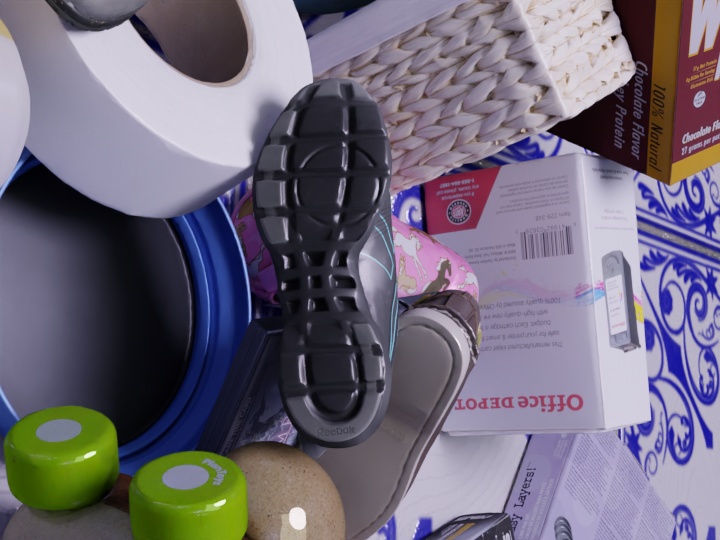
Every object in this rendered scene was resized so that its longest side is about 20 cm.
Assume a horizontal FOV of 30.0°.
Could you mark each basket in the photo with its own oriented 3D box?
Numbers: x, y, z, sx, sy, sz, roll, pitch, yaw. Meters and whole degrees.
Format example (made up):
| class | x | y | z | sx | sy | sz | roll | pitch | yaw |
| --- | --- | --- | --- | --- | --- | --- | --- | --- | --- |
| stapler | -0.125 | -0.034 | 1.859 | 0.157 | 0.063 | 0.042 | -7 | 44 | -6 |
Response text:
| class | x | y | z | sx | sy | sz | roll | pitch | yaw |
| --- | --- | --- | --- | --- | --- | --- | --- | --- | --- |
| basket | 0.067 | -0.140 | 0.904 | 0.135 | 0.200 | 0.124 | -34 | 99 | -50 |

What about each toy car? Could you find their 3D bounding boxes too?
| class | x | y | z | sx | sy | sz | roll | pitch | yaw |
| --- | --- | --- | --- | --- | --- | --- | --- | --- | --- |
| toy car | -0.073 | 0.137 | 0.717 | 0.200 | 0.157 | 0.165 | -32 | 129 | -51 |

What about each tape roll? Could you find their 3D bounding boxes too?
| class | x | y | z | sx | sy | sz | roll | pitch | yaw |
| --- | --- | --- | --- | --- | --- | --- | --- | --- | --- |
| tape roll | -0.119 | -0.133 | 0.747 | 0.202 | 0.071 | 0.203 | 31 | 44 | -36 |

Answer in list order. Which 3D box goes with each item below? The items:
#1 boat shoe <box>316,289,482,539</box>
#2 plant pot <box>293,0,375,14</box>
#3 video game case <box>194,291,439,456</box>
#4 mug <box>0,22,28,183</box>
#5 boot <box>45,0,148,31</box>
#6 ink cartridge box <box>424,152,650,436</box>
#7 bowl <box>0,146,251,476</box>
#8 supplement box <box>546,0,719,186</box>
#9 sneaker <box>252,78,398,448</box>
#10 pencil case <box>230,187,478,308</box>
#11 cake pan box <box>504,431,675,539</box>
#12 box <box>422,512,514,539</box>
| class | x | y | z | sx | sy | sz | roll | pitch | yaw |
| --- | --- | --- | --- | --- | --- | --- | --- | --- | --- |
| boat shoe | 0.013 | 0.094 | 0.817 | 0.072 | 0.200 | 0.060 | 34 | 32 | 9 |
| plant pot | 0.004 | -0.270 | 0.865 | 0.200 | 0.135 | 0.201 | -5 | 100 | -34 |
| video game case | -0.026 | 0.085 | 0.840 | 0.200 | 0.019 | 0.143 | -7 | 127 | -55 |
| mug | -0.222 | -0.096 | 0.581 | 0.153 | 0.149 | 0.187 | 11 | 102 | -58 |
| boot | -0.076 | -0.198 | 0.670 | 0.068 | 0.130 | 0.200 | 54 | 35 | -10 |
| ink cartridge box | 0.133 | 0.020 | 1.018 | 0.085 | 0.147 | 0.201 | -2 | 87 | -51 |
| bowl | -0.144 | 0.017 | 0.758 | 0.200 | 0.039 | 0.201 | 10 | 77 | -50 |
| supplement box | 0.197 | -0.200 | 0.970 | 0.133 | 0.200 | 0.198 | -24 | 126 | -30 |
| sneaker | -0.016 | -0.003 | 0.729 | 0.079 | 0.075 | 0.201 | 49 | 41 | -76 |
| pencil case | 0.000 | 0.000 | 0.908 | 0.200 | 0.083 | 0.087 | 22 | 106 | -48 |
| cake pan box | 0.194 | 0.236 | 1.137 | 0.200 | 0.052 | 0.185 | 51 | 50 | -33 |
| box | 0.072 | 0.294 | 0.964 | 0.158 | 0.048 | 0.201 | -16 | 96 | -58 |
